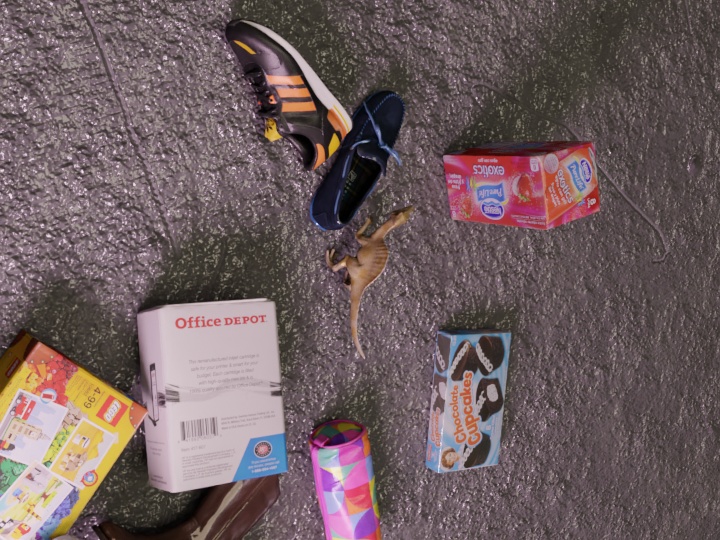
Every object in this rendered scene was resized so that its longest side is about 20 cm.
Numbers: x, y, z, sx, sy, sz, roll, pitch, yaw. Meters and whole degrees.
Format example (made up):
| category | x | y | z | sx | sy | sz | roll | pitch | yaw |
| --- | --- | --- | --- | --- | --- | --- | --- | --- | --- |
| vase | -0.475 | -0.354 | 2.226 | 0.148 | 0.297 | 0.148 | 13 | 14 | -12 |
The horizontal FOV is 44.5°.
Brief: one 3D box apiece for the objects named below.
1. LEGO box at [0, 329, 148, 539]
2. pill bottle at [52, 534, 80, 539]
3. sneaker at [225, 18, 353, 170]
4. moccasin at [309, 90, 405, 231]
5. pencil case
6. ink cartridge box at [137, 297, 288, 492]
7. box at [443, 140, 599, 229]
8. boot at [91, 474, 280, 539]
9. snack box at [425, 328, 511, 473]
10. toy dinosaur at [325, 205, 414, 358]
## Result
| category | x | y | z | sx | sy | sz | roll | pitch | yaw |
| --- | --- | --- | --- | --- | --- | --- | --- | --- | --- |
| LEGO box | -0.348 | 0.189 | 0.932 | 0.149 | 0.077 | 0.201 | 40 | 76 | -31 |
| pill bottle | -0.245 | 0.359 | 0.889 | 0.116 | 0.198 | 0.117 | -51 | 156 | -35 |
| sneaker | -0.094 | -0.203 | 1.038 | 0.200 | 0.070 | 0.091 | 43 | 71 | -32 |
| moccasin | 0.011 | -0.135 | 1.119 | 0.080 | 0.068 | 0.202 | 29 | 82 | -33 |
| pencil case | -0.019 | 0.302 | 1.164 | 0.088 | 0.088 | 0.203 | -14 | 104 | -30 |
| ink cartridge box | -0.170 | 0.139 | 1.012 | 0.145 | 0.084 | 0.203 | -2 | 84 | -33 |
| box | 0.211 | -0.117 | 1.173 | 0.099 | 0.199 | 0.097 | -18 | 106 | -29 |
| boot | -0.197 | 0.282 | 1.053 | 0.200 | 0.064 | 0.187 | -47 | 132 | -14 |
| snack box | 0.158 | 0.188 | 1.285 | 0.115 | 0.037 | 0.203 | 0 | 98 | -33 |
| toy dinosaur | 0.000 | 0.000 | 1.114 | 0.058 | 0.101 | 0.202 | 24 | 84 | -33 |
